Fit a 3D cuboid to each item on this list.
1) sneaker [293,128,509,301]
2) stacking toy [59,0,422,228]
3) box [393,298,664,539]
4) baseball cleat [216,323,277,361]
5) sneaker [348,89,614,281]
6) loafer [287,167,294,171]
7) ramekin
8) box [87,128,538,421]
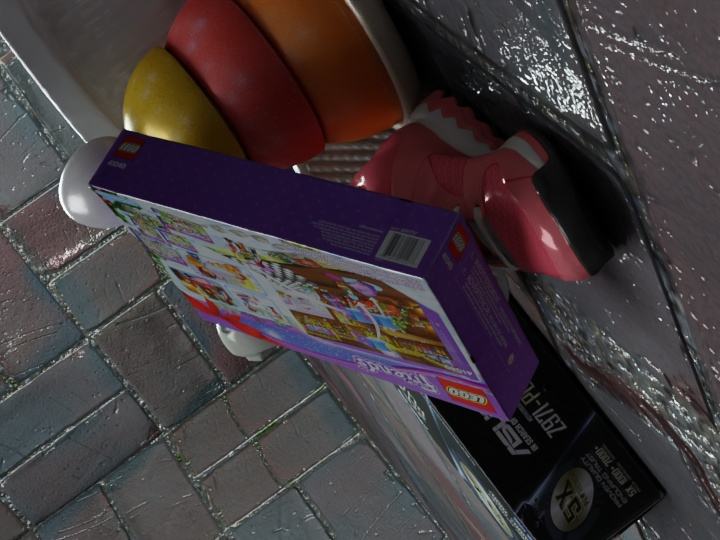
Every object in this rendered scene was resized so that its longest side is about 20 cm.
[{"bbox_3d":[0.019,-0.038,0.939,0.200,0.078,0.079,56,178,13],"label":"sneaker"},{"bbox_3d":[-0.080,-0.092,0.821,0.146,0.200,0.146,54,174,9],"label":"stacking toy"},{"bbox_3d":[0.106,0.112,1.044,0.200,0.086,0.164,53,174,13],"label":"box"},{"bbox_3d":[-0.025,-0.025,0.976,0.070,0.200,0.107,-5,115,40],"label":"baseball cleat"},{"bbox_3d":[0.051,-0.024,0.731,0.074,0.087,0.200,56,173,-24],"label":"sneaker"},{"bbox_3d":[-0.043,-0.111,1.108,0.200,0.072,0.063,55,-169,30],"label":"loafer"},{"bbox_3d":[-0.148,-0.153,0.933,0.200,0.105,0.200,54,-177,-4],"label":"ramekin"},{"bbox_3d":[-0.022,0.001,0.742,0.200,0.039,0.137,16,156,31],"label":"box"}]
